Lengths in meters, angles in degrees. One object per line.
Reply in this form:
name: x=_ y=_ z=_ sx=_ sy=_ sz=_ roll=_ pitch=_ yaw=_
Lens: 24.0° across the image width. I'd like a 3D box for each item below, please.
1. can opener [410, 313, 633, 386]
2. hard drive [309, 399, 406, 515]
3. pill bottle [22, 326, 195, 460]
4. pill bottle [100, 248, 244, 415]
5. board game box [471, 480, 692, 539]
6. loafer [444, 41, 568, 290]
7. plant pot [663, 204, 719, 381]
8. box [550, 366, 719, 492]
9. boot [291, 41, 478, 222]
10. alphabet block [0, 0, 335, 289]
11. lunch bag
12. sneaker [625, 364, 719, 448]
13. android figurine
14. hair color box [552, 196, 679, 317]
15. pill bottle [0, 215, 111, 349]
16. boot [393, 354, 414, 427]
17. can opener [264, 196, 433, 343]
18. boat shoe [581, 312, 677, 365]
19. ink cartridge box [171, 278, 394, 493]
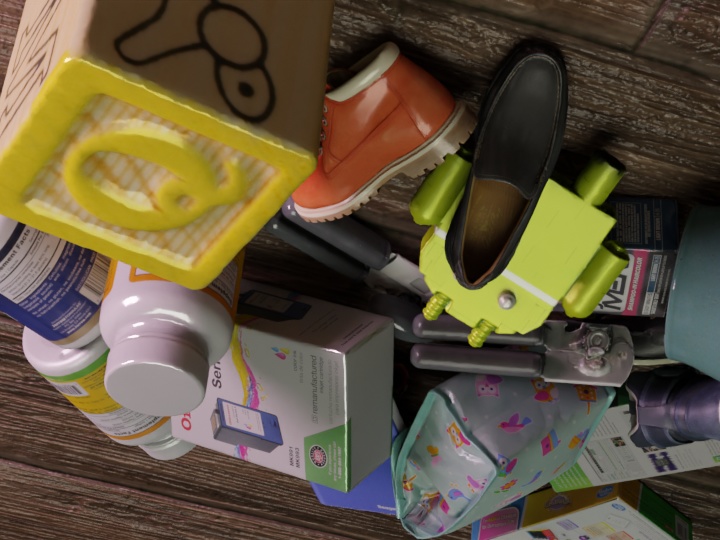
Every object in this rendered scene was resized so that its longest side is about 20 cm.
can opener: x=0.145 y=0.069 z=1.511 sx=0.198 sy=0.054 sz=0.067 roll=4 pitch=-179 yaw=1
hard drive: x=-0.010 y=0.169 z=1.661 sx=0.131 sy=0.025 sz=0.201 roll=4 pitch=139 yaw=26
pill bottle: x=-0.227 y=0.099 z=1.636 sx=0.110 sy=0.112 sz=0.200 roll=-12 pitch=140 yaw=23
pill bottle: x=-0.159 y=0.016 z=1.428 sx=0.110 sy=0.201 sz=0.111 roll=4 pitch=144 yaw=3
board game box: x=0.247 y=0.294 z=1.894 sx=0.199 sy=0.041 sz=0.153 roll=-24 pitch=135 yaw=33
loafer: x=0.118 y=-0.077 z=1.322 sx=0.072 sy=0.072 sz=0.201 roll=13 pitch=108 yaw=-1
plant pot: x=0.356 y=0.028 z=1.408 sx=0.187 sy=0.201 sz=0.201 roll=10 pitch=146 yaw=17
box: x=0.266 y=0.164 z=1.723 sx=0.199 sy=0.037 sz=0.145 roll=-13 pitch=139 yaw=22
boot: x=-0.007 y=-0.113 z=1.371 sx=0.107 sy=0.075 sz=0.200 roll=43 pitch=136 yaw=-17
alphabet block: x=-0.145 y=-0.139 z=1.231 sx=0.194 sy=0.201 sz=0.196 roll=22 pitch=141 yaw=-20
lunch bag: x=0.125 y=0.164 z=1.599 sx=0.170 sy=0.122 sz=0.200 roll=-27 pitch=156 yaw=-31
sneaker: x=0.334 y=0.121 z=1.595 sx=0.145 sy=0.078 sz=0.202 roll=-7 pitch=179 yaw=38
android figurine: x=0.127 y=-0.028 z=1.399 sx=0.181 sy=0.041 sz=0.200 roll=32 pitch=109 yaw=-9
hair color box: x=0.172 y=-0.015 z=1.474 sx=0.198 sy=0.061 sz=0.100 roll=3 pitch=143 yaw=4
pill bottle: x=-0.304 y=-0.024 z=1.481 sx=0.111 sy=0.112 sz=0.200 roll=-24 pitch=134 yaw=34
boot: x=0.027 y=0.149 z=1.705 sx=0.199 sy=0.074 sz=0.151 roll=15 pitch=144 yaw=1
can opener: x=0.000 y=0.000 z=1.510 sx=0.199 sy=0.067 sz=0.053 roll=30 pitch=136 yaw=-30
boat shoe: x=0.296 y=0.055 z=1.554 sx=0.200 sy=0.074 sz=0.064 roll=1 pitch=106 yaw=24
ink cartridge box: x=-0.075 y=0.099 z=1.542 sx=0.199 sy=0.087 sz=0.146 roll=16 pitch=119 yaw=29
